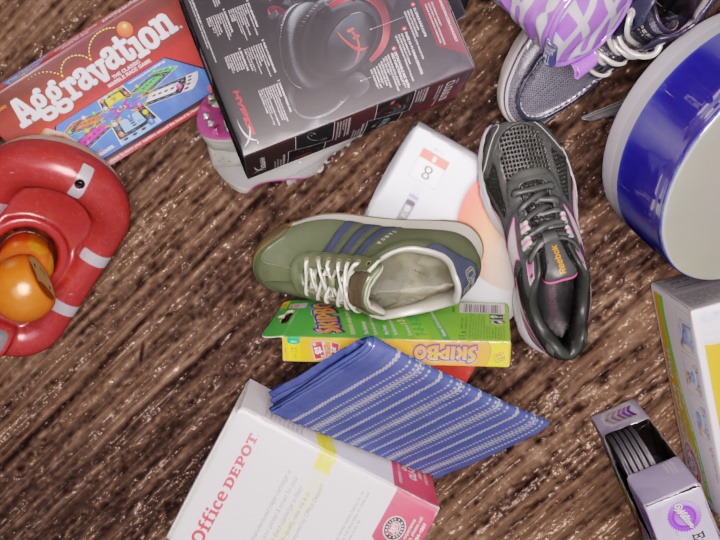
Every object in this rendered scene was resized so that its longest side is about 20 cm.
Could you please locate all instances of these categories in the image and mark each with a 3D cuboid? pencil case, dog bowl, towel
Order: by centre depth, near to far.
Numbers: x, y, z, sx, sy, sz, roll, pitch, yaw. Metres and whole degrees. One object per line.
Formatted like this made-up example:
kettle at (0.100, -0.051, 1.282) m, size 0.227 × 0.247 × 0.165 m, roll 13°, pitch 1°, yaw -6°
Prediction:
pencil case at (0.115, -0.232, 0.671) m, size 0.083 × 0.086 × 0.201 m, roll -31°, pitch 61°, yaw -5°
dog bowl at (0.293, -0.094, 0.709) m, size 0.197 × 0.079 × 0.202 m, roll -15°, pitch 132°, yaw -17°
towel at (0.038, 0.117, 0.758) m, size 0.198 × 0.024 × 0.144 m, roll 27°, pitch 138°, yaw -30°

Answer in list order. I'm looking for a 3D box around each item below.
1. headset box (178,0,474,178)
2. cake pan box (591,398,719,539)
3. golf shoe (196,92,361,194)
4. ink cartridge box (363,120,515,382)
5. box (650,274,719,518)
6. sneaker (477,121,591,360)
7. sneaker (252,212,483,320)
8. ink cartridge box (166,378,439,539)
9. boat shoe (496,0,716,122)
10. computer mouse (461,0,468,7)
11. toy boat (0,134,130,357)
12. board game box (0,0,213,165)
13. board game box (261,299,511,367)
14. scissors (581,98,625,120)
headset box at (-0.019, -0.177, 0.667) m, size 0.198 × 0.075 × 0.150 m, roll -23°, pitch 86°, yaw -7°
cake pan box at (0.268, 0.226, 0.772) m, size 0.052 × 0.184 × 0.202 m, roll -23°, pitch 102°, yaw 5°
golf shoe at (-0.036, -0.124, 0.762) m, size 0.197 × 0.076 × 0.092 m, roll -15°, pitch 139°, yaw -9°
ink cartridge box at (0.067, -0.002, 0.791) m, size 0.161 × 0.050 × 0.202 m, roll 28°, pitch 97°, yaw -6°
box at (0.335, 0.103, 0.788) m, size 0.111 × 0.101 × 0.203 m, roll -15°, pitch 102°, yaw 2°
sneaker at (0.150, -0.022, 0.722) m, size 0.079 × 0.086 × 0.203 m, roll -18°, pitch 102°, yaw 2°
sneaker at (0.000, 0.000, 0.739) m, size 0.197 × 0.090 × 0.068 m, roll -2°, pitch 115°, yaw 10°
ink cartridge box at (-0.051, 0.212, 0.817) m, size 0.198 × 0.083 × 0.146 m, roll 29°, pitch 100°, yaw -6°
boat shoe at (0.186, -0.179, 0.688) m, size 0.074 × 0.093 × 0.201 m, roll 30°, pitch 111°, yaw -24°
computer mouse at (0.005, -0.191, 0.722) m, size 0.199 × 0.034 × 0.059 m, roll -34°, pitch 67°, yaw -15°
toy boat at (-0.267, -0.006, 0.731) m, size 0.130 × 0.131 × 0.201 m, roll 29°, pitch 104°, yaw -31°
board game box at (-0.199, -0.147, 0.741) m, size 0.198 × 0.020 × 0.103 m, roll -28°, pitch 127°, yaw 11°
board game box at (0.024, 0.049, 0.754) m, size 0.197 × 0.096 × 0.030 m, roll 3°, pitch 106°, yaw 7°
scissors at (0.287, -0.165, 0.778) m, size 0.196 × 0.014 × 0.074 m, roll -1°, pitch 104°, yaw 1°
